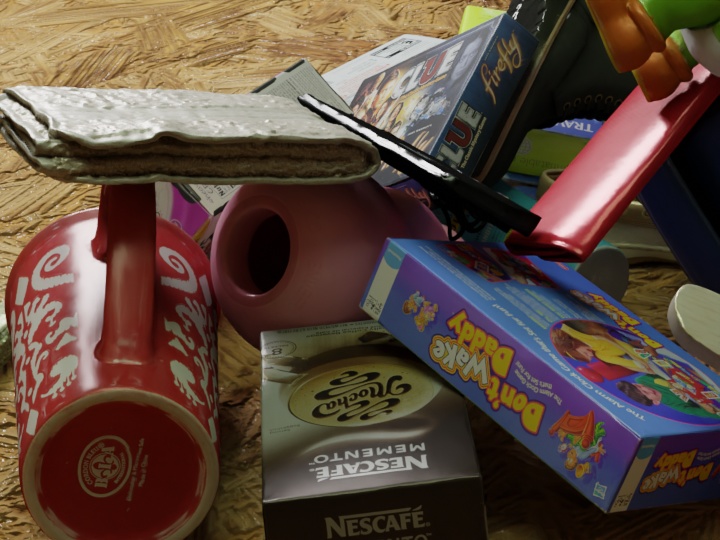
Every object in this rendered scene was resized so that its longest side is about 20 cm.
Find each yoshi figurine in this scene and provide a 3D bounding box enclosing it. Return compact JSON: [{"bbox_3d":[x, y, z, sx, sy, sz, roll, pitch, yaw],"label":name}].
[{"bbox_3d":[0.220,-0.181,1.064,0.199,0.112,0.113,-25,25,17],"label":"yoshi figurine"}]

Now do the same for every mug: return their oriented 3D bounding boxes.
[{"bbox_3d":[-0.148,0.048,1.116,0.132,0.179,0.200,-21,28,3],"label":"mug"}]

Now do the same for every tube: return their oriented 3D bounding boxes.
[{"bbox_3d":[0.103,-0.023,1.338,0.050,0.078,0.200,32,-1,-38],"label":"tube"}]

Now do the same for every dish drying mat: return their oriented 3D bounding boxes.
[{"bbox_3d":[0.164,-0.081,1.118,0.200,0.018,0.077,-48,21,-18],"label":"dish drying mat"}]

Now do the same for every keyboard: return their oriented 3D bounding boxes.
[{"bbox_3d":[0.035,-0.049,1.148,0.104,0.040,0.200,23,7,-31],"label":"keyboard"}]

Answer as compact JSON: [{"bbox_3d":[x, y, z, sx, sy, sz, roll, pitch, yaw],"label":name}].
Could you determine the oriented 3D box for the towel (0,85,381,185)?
[{"bbox_3d":[-0.103,-0.079,1.117,0.198,0.035,0.132,-1,18,-25],"label":"towel"}]

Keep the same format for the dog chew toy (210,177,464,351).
[{"bbox_3d":[0.000,0.000,1.216,0.124,0.126,0.199,13,2,38],"label":"dog chew toy"}]

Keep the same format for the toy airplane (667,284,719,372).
[{"bbox_3d":[0.273,0.069,0.970,0.198,0.142,0.200,-1,42,-33],"label":"toy airplane"}]

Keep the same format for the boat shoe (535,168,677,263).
[{"bbox_3d":[0.216,-0.047,1.345,0.198,0.070,0.074,-5,24,5],"label":"boat shoe"}]

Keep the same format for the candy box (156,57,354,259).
[{"bbox_3d":[-0.104,-0.057,1.378,0.136,0.061,0.200,-46,-4,39],"label":"candy box"}]

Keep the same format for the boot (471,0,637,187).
[{"bbox_3d":[0.153,-0.114,1.377,0.077,0.138,0.201,-16,42,61],"label":"boot"}]

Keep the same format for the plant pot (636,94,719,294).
[{"bbox_3d":[0.274,-0.065,1.187,0.179,0.201,0.200,-30,17,21],"label":"plant pot"}]

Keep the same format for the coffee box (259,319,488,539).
[{"bbox_3d":[0.005,0.102,1.052,0.112,0.081,0.200,-6,23,-1],"label":"coffee box"}]

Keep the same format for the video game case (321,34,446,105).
[{"bbox_3d":[0.050,-0.136,1.621,0.180,0.046,0.199,13,31,37],"label":"video game case"}]

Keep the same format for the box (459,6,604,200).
[{"bbox_3d":[0.126,-0.128,1.493,0.121,0.048,0.201,10,36,3],"label":"box"}]

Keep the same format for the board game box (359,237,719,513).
[{"bbox_3d":[0.113,0.051,1.060,0.134,0.045,0.200,2,29,-45],"label":"board game box"}]

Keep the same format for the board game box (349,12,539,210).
[{"bbox_3d":[0.032,-0.093,1.361,0.200,0.035,0.136,-18,40,60],"label":"board game box"}]

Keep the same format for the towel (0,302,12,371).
[{"bbox_3d":[-0.310,0.065,1.281,0.147,0.037,0.200,0,25,17],"label":"towel"}]
